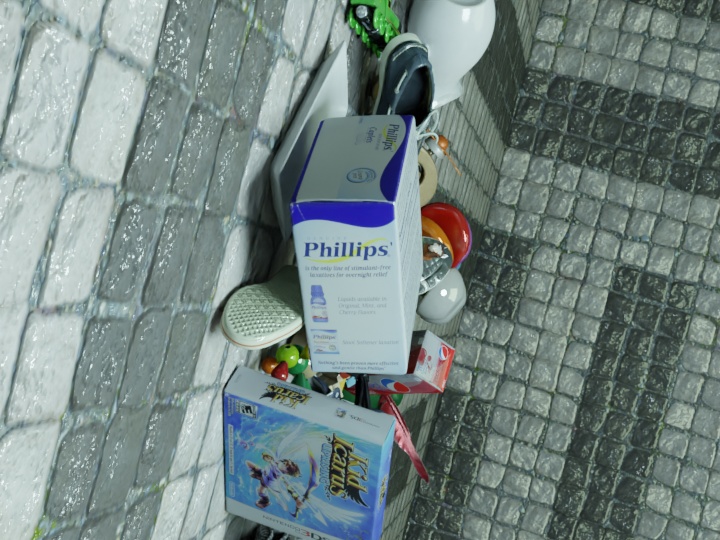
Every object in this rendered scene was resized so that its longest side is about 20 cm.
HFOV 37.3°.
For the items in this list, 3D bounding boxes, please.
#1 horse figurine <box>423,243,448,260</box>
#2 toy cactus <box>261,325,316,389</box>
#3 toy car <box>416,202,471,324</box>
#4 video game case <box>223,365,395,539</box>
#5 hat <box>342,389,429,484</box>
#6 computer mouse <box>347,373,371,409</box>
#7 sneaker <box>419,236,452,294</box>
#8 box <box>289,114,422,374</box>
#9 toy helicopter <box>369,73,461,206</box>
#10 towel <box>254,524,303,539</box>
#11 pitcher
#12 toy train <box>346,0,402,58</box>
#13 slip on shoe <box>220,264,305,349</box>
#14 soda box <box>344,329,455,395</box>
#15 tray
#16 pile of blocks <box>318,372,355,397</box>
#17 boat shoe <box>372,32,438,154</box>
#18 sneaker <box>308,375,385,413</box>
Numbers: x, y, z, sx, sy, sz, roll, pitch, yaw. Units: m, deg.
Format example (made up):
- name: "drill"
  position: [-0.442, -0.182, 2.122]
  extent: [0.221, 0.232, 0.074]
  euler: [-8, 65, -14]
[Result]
- name: "horse figurine"
  position: [0.000, 0.000, 1.292]
  extent: [0.051, 0.198, 0.132]
  euler: [63, 13, 15]
- name: "toy cactus"
  position: [-0.065, 0.133, 1.267]
  extent: [0.202, 0.100, 0.167]
  euler: [68, 21, -44]
- name: "toy car"
  position: [0.094, -0.027, 1.529]
  extent: [0.150, 0.175, 0.200]
  euler: [-48, 170, 0]
- name: "video game case"
  position: [-0.059, 0.213, 1.155]
  extent: [0.046, 0.178, 0.203]
  euler: [-61, 162, -47]
- name: "hat"
  position: [0.063, 0.190, 1.715]
  extent: [0.166, 0.173, 0.204]
  euler: [-51, 153, -63]
- name: "computer mouse"
  position: [-0.020, 0.114, 1.282]
  extent: [0.200, 0.045, 0.143]
  euler: [70, 14, -68]
- name: "sneaker"
  position: [0.023, 0.011, 1.385]
  extent: [0.085, 0.197, 0.076]
  euler: [119, -49, -87]
- name: "box"
  position: [0.003, -0.029, 1.094]
  extent: [0.185, 0.103, 0.203]
  euler: [-76, 164, -56]
- name: "toy helicopter"
  position: [0.060, -0.171, 1.424]
  extent: [0.079, 0.130, 0.203]
  euler: [-110, -175, -57]
- name: "towel"
  position: [-0.131, 0.423, 1.324]
  extent: [0.165, 0.084, 0.204]
  euler: [14, 92, -77]
- name: "pitcher"
  position: [0.106, -0.309, 1.505]
  extent: [0.172, 0.120, 0.201]
  euler: [-48, 165, -34]
- name: "toy train"
  position: [0.022, -0.296, 1.269]
  extent: [0.200, 0.041, 0.058]
  euler: [4, 91, -78]
- name: "slip on shoe"
  position: [-0.090, 0.048, 1.090]
  extent: [0.062, 0.073, 0.200]
  euler: [-65, 173, 17]
- name: "soda box"
  position: [0.040, 0.134, 1.520]
  extent: [0.063, 0.198, 0.071]
  euler: [33, 65, -31]
- name: "tray"
  position: [-0.055, -0.141, 1.130]
  extent: [0.108, 0.022, 0.202]
  euler: [87, 21, -54]
- name: "pile of blocks"
  position: [-0.006, 0.105, 1.475]
  extent: [0.062, 0.081, 0.204]
  euler: [14, -92, 59]
- name: "boat shoe"
  position: [0.060, -0.195, 1.313]
  extent: [0.202, 0.074, 0.062]
  euler: [98, -29, -48]
- name: "sneaker"
  position: [-0.027, 0.185, 1.410]
  extent: [0.198, 0.069, 0.111]
  euler: [-10, 113, -45]
